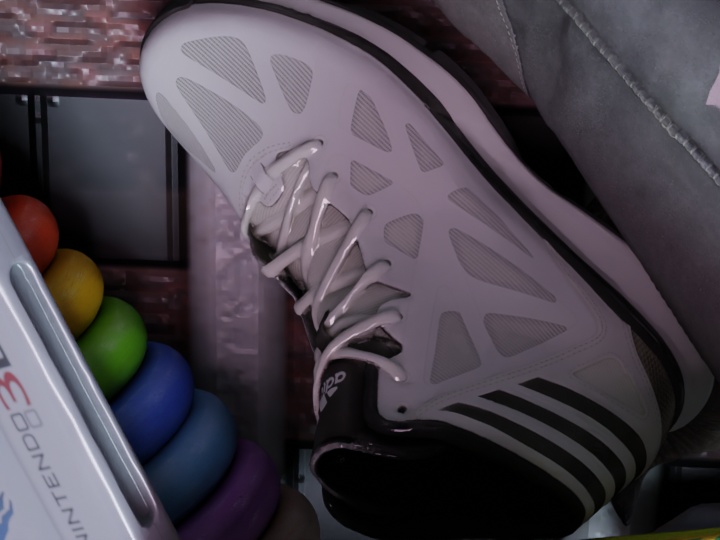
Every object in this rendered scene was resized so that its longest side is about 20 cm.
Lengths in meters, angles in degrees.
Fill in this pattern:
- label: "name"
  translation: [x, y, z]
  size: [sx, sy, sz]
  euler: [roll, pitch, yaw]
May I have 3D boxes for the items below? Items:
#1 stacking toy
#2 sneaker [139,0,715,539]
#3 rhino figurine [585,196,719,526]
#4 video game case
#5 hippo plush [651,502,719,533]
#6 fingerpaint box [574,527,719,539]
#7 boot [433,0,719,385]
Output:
- label: "stacking toy"
  translation: [-0.095, 0.027, 0.909]
  size: [0.085, 0.085, 0.201]
  euler: [-26, 110, 17]
- label: "sneaker"
  translation: [0.000, 0.000, 0.833]
  size: [0.200, 0.115, 0.076]
  euler: [37, 131, 8]
- label: "rhino figurine"
  translation: [0.108, 0.009, 0.891]
  size: [0.087, 0.060, 0.200]
  euler: [39, 117, -13]
- label: "video game case"
  translation: [-0.157, 0.057, 0.903]
  size: [0.199, 0.022, 0.183]
  euler: [-15, 109, 36]
- label: "hippo plush"
  translation: [0.172, 0.165, 0.916]
  size: [0.199, 0.161, 0.160]
  euler: [28, 117, -12]
- label: "fingerpaint box"
  translation: [0.051, 0.112, 0.796]
  size: [0.166, 0.200, 0.074]
  euler: [-4, 84, -28]
- label: "boot"
  translation: [0.109, -0.062, 0.784]
  size: [0.200, 0.072, 0.182]
  euler: [55, 140, 17]
